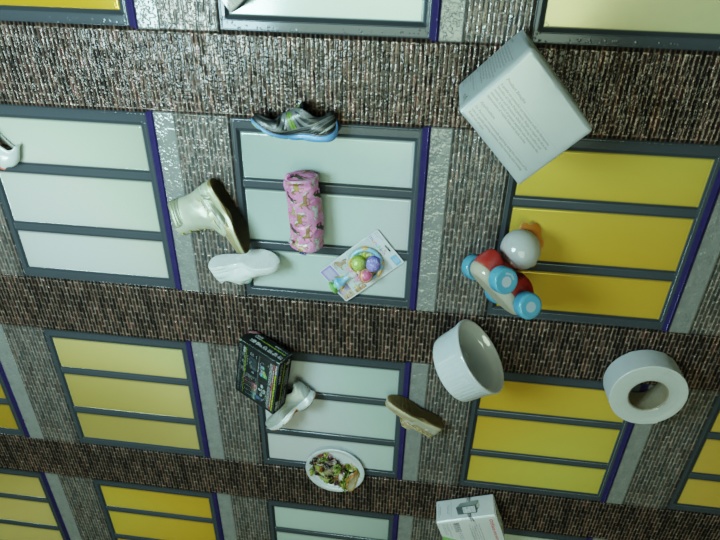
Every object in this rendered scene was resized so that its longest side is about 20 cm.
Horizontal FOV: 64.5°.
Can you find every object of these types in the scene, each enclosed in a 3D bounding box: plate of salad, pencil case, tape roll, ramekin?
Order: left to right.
[{"bbox_3d":[-0.136,-0.142,1.379,0.082,0.086,0.204,21,127,33],"label":"pencil case"},{"bbox_3d":[-0.085,0.664,1.869,0.195,0.048,0.204,4,122,6],"label":"plate of salad"},{"bbox_3d":[0.276,0.239,1.483,0.097,0.202,0.201,-32,112,32],"label":"ramekin"},{"bbox_3d":[0.760,0.313,1.529,0.198,0.071,0.206,3,121,5],"label":"tape roll"}]

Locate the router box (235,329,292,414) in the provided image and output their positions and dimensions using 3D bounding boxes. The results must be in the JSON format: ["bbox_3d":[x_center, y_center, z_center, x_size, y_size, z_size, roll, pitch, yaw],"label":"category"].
[{"bbox_3d":[-0.279,0.290,1.633,0.148,0.062,0.203,28,125,22],"label":"router box"}]

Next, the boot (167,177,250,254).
[{"bbox_3d":[-0.379,-0.113,1.435,0.152,0.072,0.202,-21,111,18],"label":"boot"}]

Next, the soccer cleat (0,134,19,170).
[{"bbox_3d":[-0.930,-0.325,1.392,0.198,0.070,0.078,29,116,-18],"label":"soccer cleat"}]

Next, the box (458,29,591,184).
[{"bbox_3d":[0.318,-0.328,1.135,0.170,0.201,0.199,-36,110,27],"label":"box"}]

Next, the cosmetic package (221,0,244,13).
[{"bbox_3d":[-0.212,-0.614,1.106,0.199,0.091,0.107,-37,113,22],"label":"cosmetic package"}]

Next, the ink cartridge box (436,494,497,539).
[{"bbox_3d":[0.363,0.830,1.883,0.196,0.085,0.148,-14,118,16],"label":"ink cartridge box"}]

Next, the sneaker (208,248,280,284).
[{"bbox_3d":[-0.295,0.000,1.500,0.196,0.076,0.090,-1,133,15],"label":"sneaker"}]

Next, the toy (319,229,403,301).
[{"bbox_3d":[0.000,0.000,1.462,0.198,0.048,0.115,-33,113,24],"label":"toy"}]

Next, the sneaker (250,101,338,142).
[{"bbox_3d":[-0.146,-0.336,1.279,0.195,0.071,0.085,5,108,4],"label":"sneaker"}]

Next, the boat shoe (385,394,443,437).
[{"bbox_3d":[0.150,0.437,1.686,0.198,0.074,0.070,31,114,-11],"label":"boat shoe"}]

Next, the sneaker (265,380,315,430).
[{"bbox_3d":[-0.228,0.399,1.725,0.199,0.076,0.092,-41,101,19],"label":"sneaker"}]

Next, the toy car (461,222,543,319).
[{"bbox_3d":[0.376,-0.017,1.357,0.177,0.184,0.201,42,89,-17],"label":"toy car"}]
